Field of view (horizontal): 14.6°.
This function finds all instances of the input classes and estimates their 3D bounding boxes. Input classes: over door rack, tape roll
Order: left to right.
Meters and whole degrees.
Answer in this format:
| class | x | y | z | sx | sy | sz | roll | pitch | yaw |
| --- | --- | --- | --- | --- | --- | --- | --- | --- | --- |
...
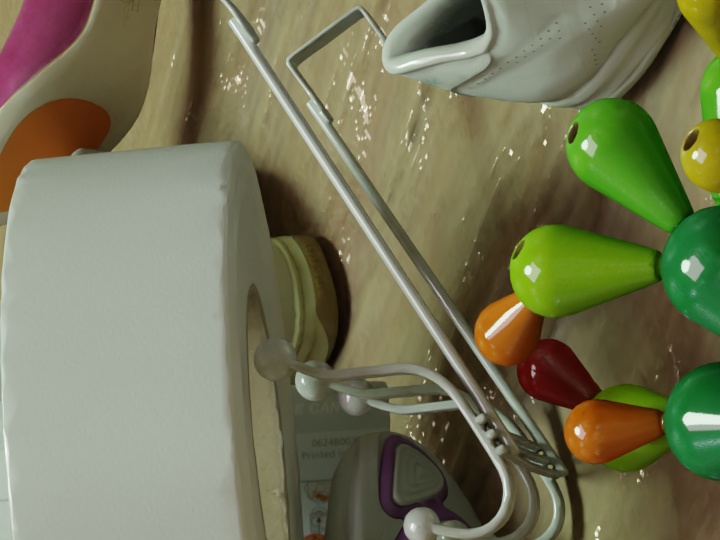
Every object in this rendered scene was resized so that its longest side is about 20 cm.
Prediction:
| class | x | y | z | sx | sy | sz | roll | pitch | yaw |
| --- | --- | --- | --- | --- | --- | --- | --- | --- | --- |
| tape roll | -0.062 | 0.061 | 0.904 | 0.202 | 0.071 | 0.203 | -6 | -90 | -87 |
| over door rack | 0.000 | 0.000 | 0.903 | 0.148 | 0.067 | 0.200 | 37 | -149 | -78 |

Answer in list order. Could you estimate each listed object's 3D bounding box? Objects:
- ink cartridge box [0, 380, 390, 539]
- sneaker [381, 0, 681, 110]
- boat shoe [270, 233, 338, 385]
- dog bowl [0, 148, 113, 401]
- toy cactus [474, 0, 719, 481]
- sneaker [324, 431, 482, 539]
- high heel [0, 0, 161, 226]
| class | x | y | z | sx | sy | sz | roll | pitch | yaw |
| --- | --- | --- | --- | --- | --- | --- | --- | --- | --- |
| ink cartridge box | -0.068 | 0.140 | 1.043 | 0.047 | 0.160 | 0.200 | -151 | 59 | -77 |
| sneaker | 0.068 | -0.114 | 0.833 | 0.200 | 0.088 | 0.075 | -61 | 40 | 47 |
| boat shoe | -0.069 | 0.058 | 1.154 | 0.201 | 0.063 | 0.073 | -58 | 43 | 49 |
| dog bowl | -0.119 | 0.041 | 1.148 | 0.200 | 0.059 | 0.200 | -160 | 90 | -88 |
| toy cactus | 0.119 | 0.015 | 0.774 | 0.165 | 0.102 | 0.200 | 50 | 137 | 22 |
| sneaker | 0.001 | 0.158 | 0.991 | 0.100 | 0.075 | 0.200 | -9 | 84 | 41 |
| high heel | -0.127 | -0.116 | 1.190 | 0.096 | 0.067 | 0.200 | 48 | 115 | 40 |
